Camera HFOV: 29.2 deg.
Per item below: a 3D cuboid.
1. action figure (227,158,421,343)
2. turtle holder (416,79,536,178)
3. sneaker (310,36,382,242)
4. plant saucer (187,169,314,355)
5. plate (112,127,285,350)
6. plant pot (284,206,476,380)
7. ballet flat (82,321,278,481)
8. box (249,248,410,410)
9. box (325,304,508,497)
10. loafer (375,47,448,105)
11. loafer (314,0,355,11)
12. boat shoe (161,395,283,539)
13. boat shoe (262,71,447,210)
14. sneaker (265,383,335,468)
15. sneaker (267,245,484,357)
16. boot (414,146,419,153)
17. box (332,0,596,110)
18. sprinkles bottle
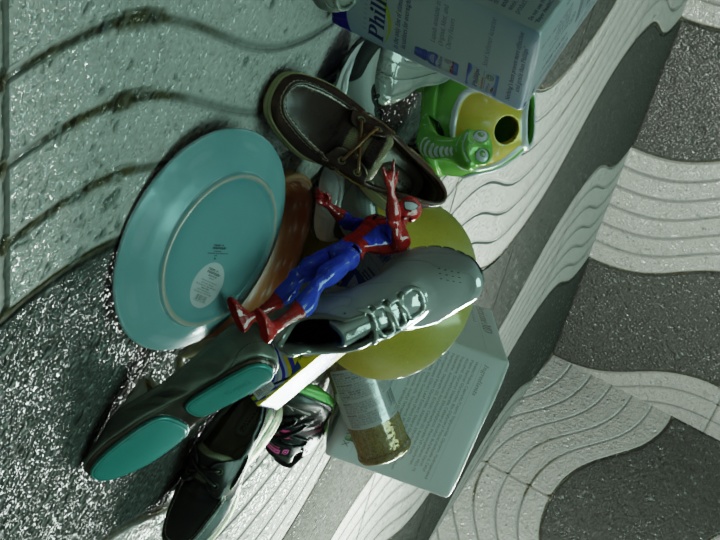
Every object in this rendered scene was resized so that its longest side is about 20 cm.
[{"bbox_3d":[-0.026,-0.031,1.181,0.200,0.065,0.099,-32,122,-30],"label":"action figure"},{"bbox_3d":[0.121,-0.171,1.509,0.185,0.131,0.142,13,81,-76],"label":"turtle holder"},{"bbox_3d":[0.003,-0.124,1.316,0.074,0.079,0.201,-56,154,-79],"label":"sneaker"},{"bbox_3d":[-0.109,-0.005,1.279,0.201,0.037,0.200,-56,163,-27],"label":"plant saucer"},{"bbox_3d":[-0.122,-0.020,1.135,0.200,0.026,0.201,-39,143,-37],"label":"plate"},{"bbox_3d":[0.000,0.000,1.417,0.142,0.200,0.201,28,89,-55],"label":"plant pot"},{"bbox_3d":[-0.161,0.111,1.208,0.200,0.064,0.067,-33,146,8],"label":"ballet flat"},{"bbox_3d":[-0.030,0.044,1.293,0.200,0.064,0.070,-39,165,4],"label":"box"},{"bbox_3d":[0.065,0.138,1.744,0.199,0.171,0.201,-95,-153,-72],"label":"box"},{"bbox_3d":[0.061,-0.226,1.411,0.200,0.070,0.070,-42,161,-55],"label":"loafer"},{"bbox_3d":[0.005,-0.288,1.079,0.070,0.070,0.201,-48,159,-45],"label":"loafer"},{"bbox_3d":[-0.151,0.200,1.441,0.201,0.072,0.066,-58,154,-20],"label":"boat shoe"},{"bbox_3d":[0.002,-0.111,1.225,0.200,0.072,0.072,38,76,-35],"label":"boat shoe"},{"bbox_3d":[-0.077,0.183,1.639,0.084,0.076,0.200,-61,165,-24],"label":"sneaker"},{"bbox_3d":[0.013,0.038,1.202,0.087,0.199,0.075,-91,162,-70],"label":"sneaker"},{"bbox_3d":[0.061,-0.112,1.634,0.200,0.077,0.139,105,10,-75],"label":"boot"},{"bbox_3d":[0.103,-0.271,1.218,0.184,0.199,0.105,-54,165,-29],"label":"box"},{"bbox_3d":[-0.003,0.126,1.600,0.068,0.068,0.201,-42,116,-54],"label":"sprinkles bottle"}]
